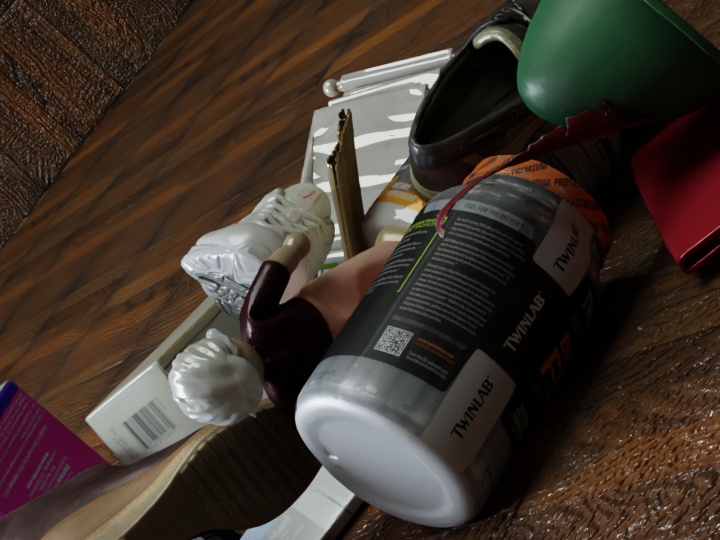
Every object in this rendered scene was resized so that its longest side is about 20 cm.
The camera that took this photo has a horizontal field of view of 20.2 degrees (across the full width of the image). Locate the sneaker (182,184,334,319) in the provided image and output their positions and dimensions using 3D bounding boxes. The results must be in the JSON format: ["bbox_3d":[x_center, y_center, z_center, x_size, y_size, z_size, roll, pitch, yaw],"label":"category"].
[{"bbox_3d":[-0.059,-0.018,1.316,0.100,0.078,0.200,-57,0,-7],"label":"sneaker"}]

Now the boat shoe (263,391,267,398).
[{"bbox_3d":[-0.034,0.036,1.438,0.200,0.066,0.070,-34,1,-2],"label":"boat shoe"}]

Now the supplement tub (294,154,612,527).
[{"bbox_3d":[0.060,0.037,1.164,0.200,0.122,0.122,-56,17,-27],"label":"supplement tub"}]

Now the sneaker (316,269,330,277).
[{"bbox_3d":[0.002,-0.022,1.511,0.200,0.099,0.078,-54,16,-21],"label":"sneaker"}]

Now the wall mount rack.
[{"bbox_3d":[-0.068,0.131,1.299,0.200,0.075,0.174,-53,39,-9],"label":"wall mount rack"}]

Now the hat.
[{"bbox_3d":[0.118,-0.091,1.201,0.176,0.200,0.166,-51,45,8],"label":"hat"}]

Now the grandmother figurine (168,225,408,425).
[{"bbox_3d":[-0.031,0.041,1.200,0.200,0.122,0.061,-23,-7,-42],"label":"grandmother figurine"}]

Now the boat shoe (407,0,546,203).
[{"bbox_3d":[0.097,-0.128,1.256,0.200,0.073,0.065,-57,-25,-19],"label":"boat shoe"}]

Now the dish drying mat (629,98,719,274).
[{"bbox_3d":[0.203,-0.054,1.192,0.077,0.018,0.200,-40,15,13],"label":"dish drying mat"}]

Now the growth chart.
[{"bbox_3d":[0.016,-0.081,1.459,0.144,0.018,0.201,-4,52,25],"label":"growth chart"}]

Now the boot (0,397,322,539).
[{"bbox_3d":[-0.129,0.129,1.245,0.200,0.073,0.166,-33,19,-22],"label":"boot"}]

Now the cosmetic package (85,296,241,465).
[{"bbox_3d":[-0.117,0.071,1.593,0.103,0.073,0.200,-38,7,37],"label":"cosmetic package"}]

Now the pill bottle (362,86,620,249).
[{"bbox_3d":[0.100,-0.070,1.331,0.200,0.116,0.116,-53,16,-17],"label":"pill bottle"}]

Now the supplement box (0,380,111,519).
[{"bbox_3d":[-0.214,0.189,1.396,0.101,0.200,0.103,-35,18,37],"label":"supplement box"}]

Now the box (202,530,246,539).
[{"bbox_3d":[-0.076,0.144,1.440,0.200,0.035,0.110,-30,23,50],"label":"box"}]

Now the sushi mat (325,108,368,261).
[{"bbox_3d":[0.000,0.000,1.344,0.012,0.201,0.096,-5,24,9],"label":"sushi mat"}]
